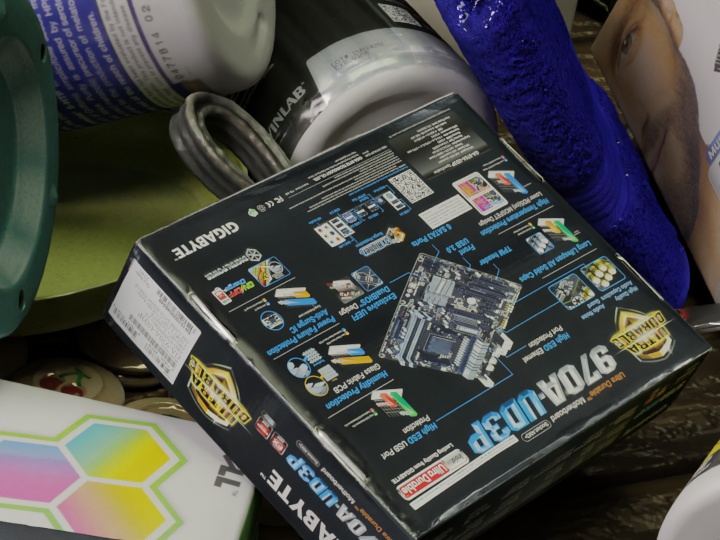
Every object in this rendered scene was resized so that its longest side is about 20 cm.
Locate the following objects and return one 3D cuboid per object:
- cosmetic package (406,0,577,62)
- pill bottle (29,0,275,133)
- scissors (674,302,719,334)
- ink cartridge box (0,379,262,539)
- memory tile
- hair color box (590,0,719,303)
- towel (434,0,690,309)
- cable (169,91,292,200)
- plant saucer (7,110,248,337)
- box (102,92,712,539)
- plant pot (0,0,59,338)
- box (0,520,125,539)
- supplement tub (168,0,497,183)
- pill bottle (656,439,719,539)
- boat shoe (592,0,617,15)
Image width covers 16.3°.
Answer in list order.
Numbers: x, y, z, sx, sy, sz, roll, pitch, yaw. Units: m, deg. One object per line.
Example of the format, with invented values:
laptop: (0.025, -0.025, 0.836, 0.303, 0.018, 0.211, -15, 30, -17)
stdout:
cosmetic package: (0.072, -0.213, 1.344, 0.073, 0.201, 0.103, -14, 38, -35)
pill bottle: (-0.149, -0.119, 1.113, 0.198, 0.120, 0.120, -12, 27, 18)
scissors: (0.121, 0.029, 1.063, 0.199, 0.014, 0.073, 3, 39, 42)
ink cartridge box: (-0.091, 0.103, 0.930, 0.198, 0.060, 0.104, 13, 31, 3)
memory tile: (-0.078, 0.040, 1.074, 0.199, 0.017, 0.153, 23, 34, 19)
hair color box: (0.188, -0.073, 1.196, 0.064, 0.110, 0.201, 3, 47, -26)
towel: (0.091, -0.081, 1.161, 0.049, 0.200, 0.148, -30, 35, 7)
cable: (0.000, 0.000, 1.054, 0.097, 0.050, 0.201, -15, 71, -46)
plant saucer: (-0.147, -0.020, 1.102, 0.198, 0.031, 0.200, -3, 28, 2)
box: (0.022, 0.023, 0.987, 0.159, 0.046, 0.199, 45, 44, 17)
plant pot: (-0.220, -0.043, 0.956, 0.186, 0.201, 0.200, 3, 31, 9)
box: (-0.071, 0.188, 0.747, 0.198, 0.125, 0.197, 9, 34, -3)
supplement tub: (-0.029, -0.095, 1.200, 0.122, 0.123, 0.200, -8, 37, -27)
pill bottle: (0.202, 0.082, 0.999, 0.114, 0.115, 0.200, 22, 33, 18)
boat shoe: (0.177, -0.165, 1.422, 0.199, 0.071, 0.064, 22, 32, 15)
